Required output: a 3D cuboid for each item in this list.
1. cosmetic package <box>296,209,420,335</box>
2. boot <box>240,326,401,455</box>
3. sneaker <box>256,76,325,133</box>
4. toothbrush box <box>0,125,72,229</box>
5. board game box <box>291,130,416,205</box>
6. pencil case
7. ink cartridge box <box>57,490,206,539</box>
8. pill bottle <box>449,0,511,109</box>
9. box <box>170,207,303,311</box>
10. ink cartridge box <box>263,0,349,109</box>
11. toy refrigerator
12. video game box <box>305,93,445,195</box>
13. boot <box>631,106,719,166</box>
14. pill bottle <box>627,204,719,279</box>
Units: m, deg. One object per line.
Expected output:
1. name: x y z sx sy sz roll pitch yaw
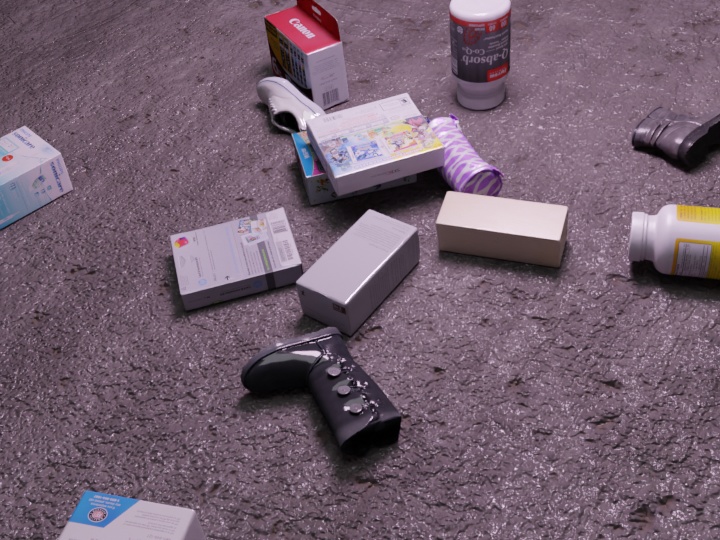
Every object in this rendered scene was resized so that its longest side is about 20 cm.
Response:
1. cosmetic package: 0.000 0.000 1.500 0.101 0.075 0.200 23 52 30
2. boot: -0.056 0.178 1.323 0.163 0.066 0.201 -24 48 -15
3. sneaker: -0.148 -0.316 1.872 0.070 0.074 0.199 -31 47 -29
4. toothbrush box: -0.655 -0.163 1.772 0.199 0.086 0.146 -33 47 -28
5. board game box: -0.013 -0.204 1.735 0.197 0.065 0.149 -14 42 -6
6. pencil case: 0.173 -0.190 1.673 0.085 0.084 0.201 -39 44 11
7. ink cartridge box: -0.267 0.377 1.064 0.145 0.146 0.201 6 43 16
8. pill bottle: 0.228 -0.417 1.830 0.114 0.202 0.117 -4 40 4
9. box: -0.203 -0.021 1.577 0.197 0.042 0.157 -14 42 -8
10. ink cartridge box: -0.112 -0.445 1.933 0.083 0.178 0.200 -24 43 -19
11. toy refrigerator: 0.226 -0.065 1.541 0.197 0.071 0.077 8 50 18
12. video game box: 0.024 -0.221 1.669 0.197 0.047 0.183 -16 42 -10
13. boot: 0.583 -0.264 1.711 0.198 0.071 0.131 -28 40 -27
14. pill bottle: 0.504 -0.043 1.445 0.196 0.105 0.105 6 43 15
